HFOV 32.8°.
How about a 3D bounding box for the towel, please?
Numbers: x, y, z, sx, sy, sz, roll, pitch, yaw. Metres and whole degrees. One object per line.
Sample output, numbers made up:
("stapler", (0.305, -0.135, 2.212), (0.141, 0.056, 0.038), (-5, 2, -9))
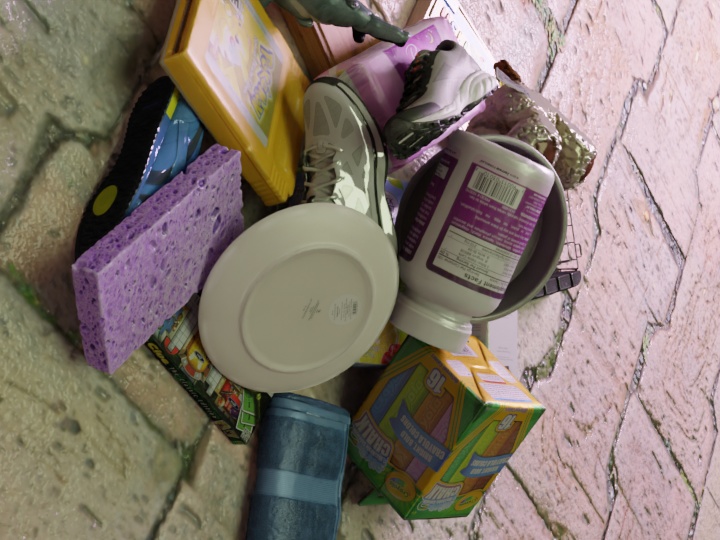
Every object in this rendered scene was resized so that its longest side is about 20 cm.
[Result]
("towel", (-0.061, 0.226, 1.201), (0.111, 0.048, 0.202), (24, 68, -47))

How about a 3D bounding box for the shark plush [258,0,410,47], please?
("shark plush", (-0.046, -0.268, 1.187), (0.200, 0.083, 0.091), (42, 70, -10))

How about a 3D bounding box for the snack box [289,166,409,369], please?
("snack box", (0.000, 0.000, 1.286), (0.168, 0.067, 0.202), (9, 78, -50))

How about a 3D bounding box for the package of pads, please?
("package of pads", (0.044, -0.184, 1.283), (0.200, 0.075, 0.121), (-39, 106, -50))

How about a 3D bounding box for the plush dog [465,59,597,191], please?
("plush dog", (0.155, -0.132, 1.427), (0.161, 0.172, 0.199), (52, 24, 19))

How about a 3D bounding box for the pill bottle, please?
("pill bottle", (0.103, -0.026, 1.202), (0.112, 0.112, 0.202), (16, 101, -50))

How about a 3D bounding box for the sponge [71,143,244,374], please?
("sponge", (-0.165, -0.013, 1.037), (0.200, 0.030, 0.112), (-48, 151, -43))

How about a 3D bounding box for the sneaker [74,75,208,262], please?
("sneaker", (-0.180, -0.072, 1.064), (0.078, 0.065, 0.202), (44, 54, -39))

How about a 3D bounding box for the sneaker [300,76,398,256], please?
("sneaker", (-0.029, -0.075, 1.150), (0.115, 0.075, 0.202), (-33, 112, -51))

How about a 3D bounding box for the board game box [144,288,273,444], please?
("board game box", (-0.143, 0.060, 1.136), (0.200, 0.023, 0.105), (54, 46, -34))

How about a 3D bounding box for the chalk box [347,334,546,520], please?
("chalk box", (0.072, 0.180, 1.283), (0.124, 0.124, 0.201), (8, 120, -51))

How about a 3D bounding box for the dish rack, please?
("dish rack", (0.229, -0.062, 1.596), (0.153, 0.054, 0.202), (-12, 94, -53))

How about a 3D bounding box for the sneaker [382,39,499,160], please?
("sneaker", (0.064, -0.170, 1.194), (0.080, 0.074, 0.200), (52, 35, -5))

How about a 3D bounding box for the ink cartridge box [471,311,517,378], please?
("ink cartridge box", (0.112, 0.142, 1.377), (0.066, 0.115, 0.202), (9, 80, -52))

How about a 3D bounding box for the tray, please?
("tray", (-0.019, -0.241, 1.310), (0.099, 0.037, 0.201), (-49, 123, -42))

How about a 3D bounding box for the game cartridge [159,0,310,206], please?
("game cartridge", (-0.108, -0.183, 1.144), (0.200, 0.032, 0.178), (53, 32, -41))

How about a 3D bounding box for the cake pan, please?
("cake pan", (0.122, -0.045, 1.285), (0.198, 0.037, 0.202), (-5, 107, -18))

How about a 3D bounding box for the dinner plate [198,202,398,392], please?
("dinner plate", (-0.051, 0.033, 1.121), (0.198, 0.024, 0.202), (-14, 125, -21))

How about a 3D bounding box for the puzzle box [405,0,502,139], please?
("puzzle box", (0.117, -0.239, 1.491), (0.200, 0.025, 0.134), (49, 51, -37))
